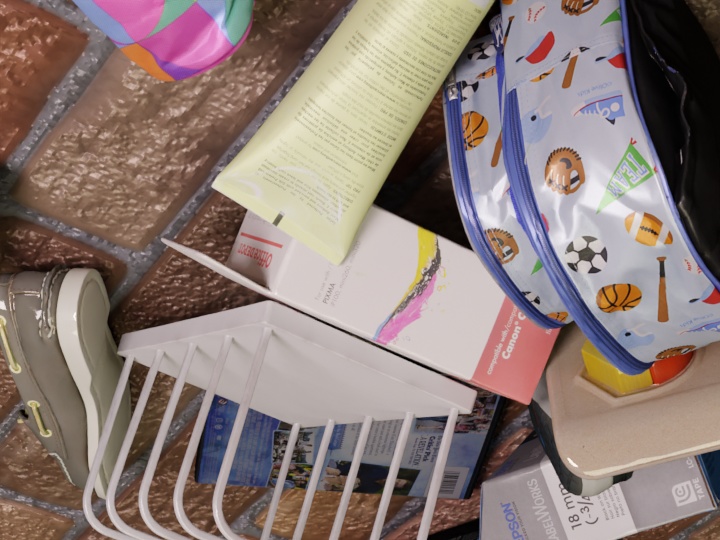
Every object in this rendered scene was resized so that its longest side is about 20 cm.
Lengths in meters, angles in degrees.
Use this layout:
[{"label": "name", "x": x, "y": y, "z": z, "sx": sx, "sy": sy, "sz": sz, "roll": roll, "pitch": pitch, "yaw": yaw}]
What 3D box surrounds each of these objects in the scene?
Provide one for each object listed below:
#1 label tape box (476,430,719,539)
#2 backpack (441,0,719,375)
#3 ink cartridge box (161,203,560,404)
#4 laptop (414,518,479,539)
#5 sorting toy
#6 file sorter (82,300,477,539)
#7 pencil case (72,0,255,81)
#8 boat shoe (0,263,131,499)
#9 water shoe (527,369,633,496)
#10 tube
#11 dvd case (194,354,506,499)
[{"label": "label tape box", "x": 0.136, "y": 0.137, "z": 1.043, "sx": 0.199, "sy": 0.144, "sz": 0.064, "roll": -23, "pitch": 90, "yaw": 20}, {"label": "backpack", "x": 0.128, "y": -0.050, "z": 0.793, "sx": 0.154, "sy": 0.191, "sz": 0.200, "roll": -30, "pitch": 131, "yaw": 24}, {"label": "ink cartridge box", "x": 0.000, "y": 0.000, "z": 0.883, "sx": 0.199, "sy": 0.068, "sz": 0.116, "roll": 24, "pitch": 177, "yaw": -19}, {"label": "laptop", "x": 0.084, "y": 0.250, "z": 1.186, "sx": 0.186, "sy": 0.200, "sz": 0.116, "roll": -23, "pitch": 102, "yaw": 26}, {"label": "sorting toy", "x": 0.185, "y": 0.017, "z": 0.867, "sx": 0.184, "sy": 0.201, "sz": 0.037, "roll": -15, "pitch": 122, "yaw": 10}, {"label": "file sorter", "x": -0.058, "y": 0.108, "z": 0.928, "sx": 0.138, "sy": 0.125, "sz": 0.200, "roll": 25, "pitch": 161, "yaw": -26}, {"label": "pencil case", "x": -0.123, "y": -0.173, "z": 0.723, "sx": 0.088, "sy": 0.089, "sz": 0.200, "roll": -23, "pitch": 137, "yaw": 22}, {"label": "boat shoe", "x": -0.183, "y": 0.071, "z": 1.005, "sx": 0.060, "sy": 0.072, "sz": 0.202, "roll": 5, "pitch": 139, "yaw": 6}, {"label": "water shoe", "x": 0.139, "y": 0.074, "z": 0.945, "sx": 0.078, "sy": 0.200, "sz": 0.072, "roll": -17, "pitch": 108, "yaw": 2}, {"label": "tube", "x": 0.011, "y": -0.101, "z": 0.782, "sx": 0.201, "sy": 0.058, "sz": 0.052, "roll": -56, "pitch": 152, "yaw": 15}, {"label": "dvd case", "x": -0.008, "y": 0.104, "z": 1.090, "sx": 0.198, "sy": 0.018, "sz": 0.143, "roll": 5, "pitch": 137, "yaw": -8}]
